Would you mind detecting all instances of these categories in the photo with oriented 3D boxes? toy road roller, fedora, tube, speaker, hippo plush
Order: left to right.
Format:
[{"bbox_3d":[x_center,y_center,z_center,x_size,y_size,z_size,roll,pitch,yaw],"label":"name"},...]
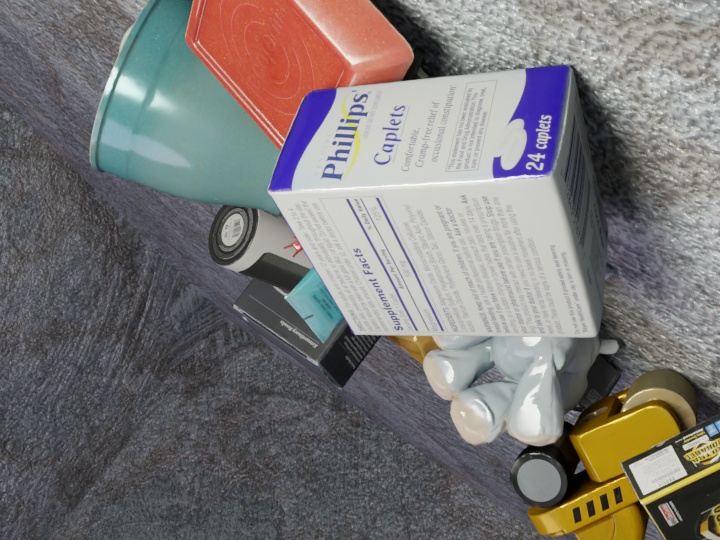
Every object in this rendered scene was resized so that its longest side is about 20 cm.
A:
[{"bbox_3d":[-0.066,-0.014,1.094,0.200,0.081,0.081,24,-179,-43],"label":"speaker"},{"bbox_3d":[0.012,-0.029,0.926,0.050,0.200,0.077,25,160,47],"label":"tube"},{"bbox_3d":[0.087,0.079,1.387,0.200,0.082,0.201,36,168,9],"label":"fedora"},{"bbox_3d":[0.162,0.072,0.991,0.159,0.201,0.161,20,-173,26],"label":"hippo plush"},{"bbox_3d":[0.256,0.203,0.980,0.146,0.200,0.123,60,-158,3],"label":"toy road roller"}]

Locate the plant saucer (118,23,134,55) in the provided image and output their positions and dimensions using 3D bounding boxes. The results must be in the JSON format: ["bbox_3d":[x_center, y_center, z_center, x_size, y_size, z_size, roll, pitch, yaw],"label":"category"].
[{"bbox_3d":[-0.200,-0.205,1.170,0.200,0.050,0.201,27,136,29],"label":"plant saucer"}]

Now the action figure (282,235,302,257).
[{"bbox_3d":[0.000,0.000,1.033,0.200,0.099,0.065,48,171,14],"label":"action figure"}]

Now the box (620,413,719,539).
[{"bbox_3d":[0.336,0.194,0.883,0.200,0.159,0.049,52,-168,-45],"label":"box"}]

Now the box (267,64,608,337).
[{"bbox_3d":[0.065,-0.042,0.722,0.199,0.105,0.184,-1,143,23],"label":"box"}]

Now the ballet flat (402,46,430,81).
[{"bbox_3d":[0.045,-0.098,0.821,0.068,0.068,0.200,-8,135,11],"label":"ballet flat"}]

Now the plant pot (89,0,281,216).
[{"bbox_3d":[-0.132,-0.152,0.969,0.187,0.201,0.200,24,169,-4],"label":"plant pot"}]

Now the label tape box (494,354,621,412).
[{"bbox_3d":[0.179,0.074,1.138,0.200,0.063,0.144,41,167,-14],"label":"label tape box"}]

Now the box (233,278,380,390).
[{"bbox_3d":[-0.034,0.021,1.246,0.148,0.200,0.104,33,169,27],"label":"box"}]

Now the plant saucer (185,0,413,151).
[{"bbox_3d":[-0.065,-0.177,0.779,0.200,0.037,0.200,50,151,7],"label":"plant saucer"}]
